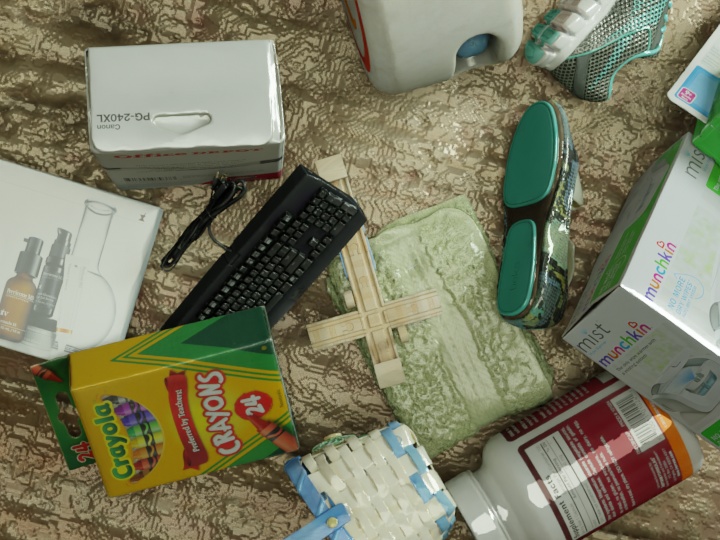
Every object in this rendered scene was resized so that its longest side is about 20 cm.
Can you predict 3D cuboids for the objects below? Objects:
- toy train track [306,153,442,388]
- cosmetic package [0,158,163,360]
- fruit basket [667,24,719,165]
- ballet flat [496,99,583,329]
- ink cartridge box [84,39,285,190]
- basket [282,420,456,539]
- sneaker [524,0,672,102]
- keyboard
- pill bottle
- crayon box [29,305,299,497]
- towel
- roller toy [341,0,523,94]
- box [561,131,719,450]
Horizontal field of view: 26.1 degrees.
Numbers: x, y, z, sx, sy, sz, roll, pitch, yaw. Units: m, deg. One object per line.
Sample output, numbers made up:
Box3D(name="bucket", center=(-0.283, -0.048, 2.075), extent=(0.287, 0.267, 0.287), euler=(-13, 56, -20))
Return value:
Box3D(name="toy train track", center=(0.000, 0.000, 1.304), extent=(0.114, 0.033, 0.201), euler=(-16, 87, -1))
Box3D(name="cosmetic package", center=(-0.283, -0.010, 1.307), extent=(0.199, 0.052, 0.151), euler=(16, 88, -4))
Box3D(name="fruit basket", center=(0.375, -0.151, 1.307), extent=(0.185, 0.094, 0.200), euler=(40, 63, 2))
Box3D(name="ballet flat", center=(0.158, -0.044, 1.330), extent=(0.074, 0.074, 0.201), euler=(12, 78, -4))
Box3D(name="ink cartridge box", center=(-0.135, -0.121, 1.236), extent=(0.145, 0.200, 0.084), euler=(-4, 85, -4))
Box3D(name="basket", center=(-0.024, 0.219, 1.274), extent=(0.200, 0.176, 0.139), euler=(-37, 77, -9))
Box3D(name="sneaker", center=(0.235, -0.226, 1.337), extent=(0.200, 0.078, 0.091), euler=(-44, 109, 1))
Box3D(name="keyboard", center=(-0.098, -0.008, 1.279), extent=(0.127, 0.021, 0.200), euler=(32, 114, -24))
Box3D(name="pill bottle", center=(0.177, 0.167, 1.311), extent=(0.200, 0.113, 0.113), euler=(-29, 93, -2))
Box3D(name="crayon box", center=(-0.160, 0.114, 1.289), extent=(0.199, 0.051, 0.127), euler=(-14, 127, -3))
Box3D(name="towel", center=(0.068, 0.049, 1.339), extent=(0.148, 0.036, 0.200), euler=(-26, 93, -2))
Box3D(name="roller toy", center=(0.054, -0.247, 1.261), extent=(0.139, 0.200, 0.183), euler=(-16, 126, -3))
Box3D(name="box", center=(0.285, 0.018, 1.278), extent=(0.176, 0.097, 0.200), euler=(36, 50, -4))
